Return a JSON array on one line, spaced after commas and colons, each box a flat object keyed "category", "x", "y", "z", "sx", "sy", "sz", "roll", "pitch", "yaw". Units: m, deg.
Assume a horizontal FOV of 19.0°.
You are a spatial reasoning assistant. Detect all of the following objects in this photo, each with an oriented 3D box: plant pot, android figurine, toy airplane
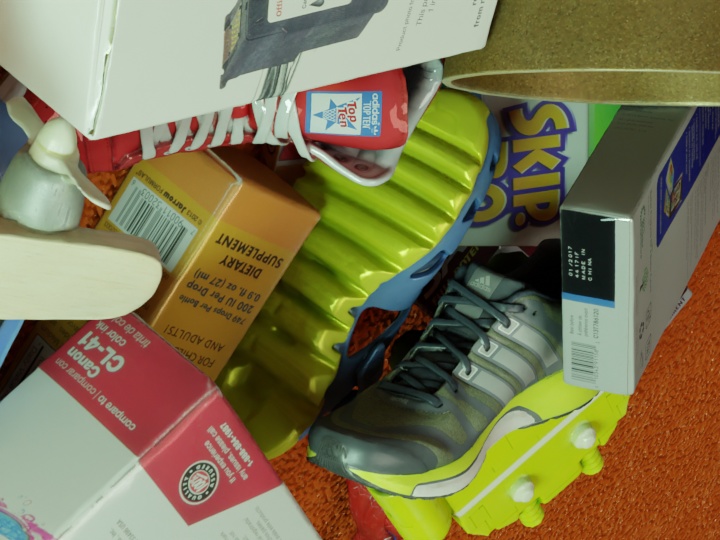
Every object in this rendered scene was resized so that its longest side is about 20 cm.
[{"category": "plant pot", "x": 0.131, "y": -0.175, "z": 0.911, "sx": 0.186, "sy": 0.186, "sz": 0.201, "roll": 0, "pitch": 92, "yaw": -49}, {"category": "android figurine", "x": 0.083, "y": 0.074, "z": 1.154, "sx": 0.182, "sy": 0.041, "sz": 0.200, "roll": -39, "pitch": 142, "yaw": -8}, {"category": "toy airplane", "x": -0.197, "y": -0.018, "z": 0.771, "sx": 0.199, "sy": 0.142, "sz": 0.200, "roll": -20, "pitch": 146, "yaw": 18}]

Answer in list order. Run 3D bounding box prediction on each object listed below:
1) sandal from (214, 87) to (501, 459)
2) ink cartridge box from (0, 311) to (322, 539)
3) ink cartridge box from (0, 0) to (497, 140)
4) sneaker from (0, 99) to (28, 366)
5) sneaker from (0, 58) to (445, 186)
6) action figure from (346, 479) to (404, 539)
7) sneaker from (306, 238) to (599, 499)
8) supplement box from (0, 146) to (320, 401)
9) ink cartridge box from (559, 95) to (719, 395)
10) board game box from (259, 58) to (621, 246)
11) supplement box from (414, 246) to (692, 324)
[{"category": "sandal", "x": 0.000, "y": 0.000, "z": 1.017, "sx": 0.200, "sy": 0.079, "sz": 0.087, "roll": -54, "pitch": 157, "yaw": 13}, {"category": "ink cartridge box", "x": -0.128, "y": 0.134, "z": 0.914, "sx": 0.200, "sy": 0.086, "sz": 0.148, "roll": -41, "pitch": 141, "yaw": -12}, {"category": "ink cartridge box", "x": -0.060, "y": -0.135, "z": 0.816, "sx": 0.200, "sy": 0.145, "sz": 0.085, "roll": -17, "pitch": 133, "yaw": -40}, {"category": "sneaker", "x": -0.189, "y": 0.024, "z": 0.870, "sx": 0.078, "sy": 0.070, "sz": 0.201, "roll": -13, "pitch": 129, "yaw": -49}, {"category": "sneaker", "x": -0.055, "y": -0.070, "z": 0.906, "sx": 0.200, "sy": 0.112, "sz": 0.071, "roll": -29, "pitch": 138, "yaw": -30}, {"category": "action figure", "x": 0.016, "y": 0.177, "z": 1.244, "sx": 0.099, "sy": 0.065, "sz": 0.200, "roll": -1, "pitch": 121, "yaw": -41}, {"category": "sneaker", "x": 0.045, "y": 0.041, "z": 1.002, "sx": 0.200, "sy": 0.074, "sz": 0.081, "roll": -29, "pitch": 129, "yaw": -47}, {"category": "supplement box", "x": -0.105, "y": 0.035, "z": 0.980, "sx": 0.066, "sy": 0.069, "sz": 0.200, "roll": 22, "pitch": 104, "yaw": -52}, {"category": "ink cartridge box", "x": 0.143, "y": -0.037, "z": 1.036, "sx": 0.200, "sy": 0.039, "sz": 0.100, "roll": -52, "pitch": 144, "yaw": -49}, {"category": "board game box", "x": 0.049, "y": -0.057, "z": 1.050, "sx": 0.199, "sy": 0.030, "sz": 0.096, "roll": -2, "pitch": 123, "yaw": -24}, {"category": "supplement box", "x": 0.100, "y": 0.006, "z": 1.196, "sx": 0.109, "sy": 0.061, "sz": 0.200, "roll": -53, "pitch": 144, "yaw": 0}]
